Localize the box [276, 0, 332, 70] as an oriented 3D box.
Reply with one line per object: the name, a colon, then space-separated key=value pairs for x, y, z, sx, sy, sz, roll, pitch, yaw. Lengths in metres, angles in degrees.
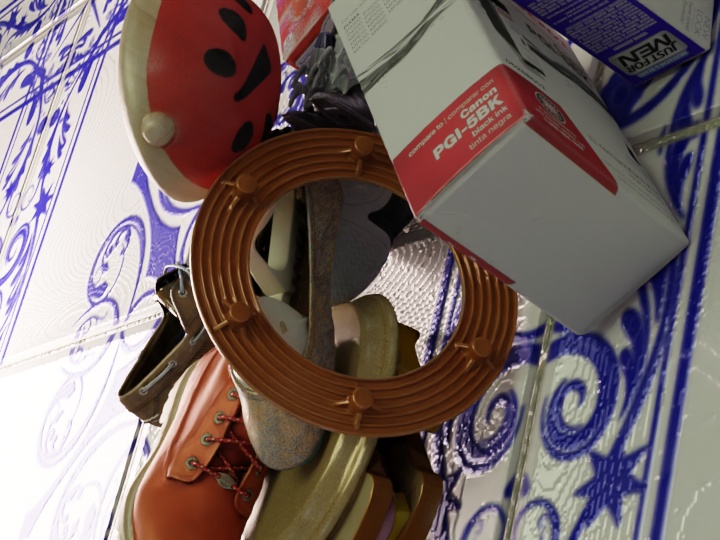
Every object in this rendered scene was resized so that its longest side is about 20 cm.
box: x=0.036 y=-0.220 z=1.142 sx=0.200 sy=0.099 sz=0.096 roll=-47 pitch=33 yaw=29

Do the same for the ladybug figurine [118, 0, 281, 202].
ladybug figurine: x=-0.094 y=-0.117 z=0.987 sx=0.071 sy=0.137 sz=0.200 roll=-11 pitch=25 yaw=12

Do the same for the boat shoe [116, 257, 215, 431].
boat shoe: x=-0.119 y=0.028 z=1.221 sx=0.072 sy=0.072 sz=0.202 roll=17 pitch=82 yaw=61

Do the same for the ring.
ring: x=0.000 y=0.000 z=0.922 sx=0.019 sy=0.198 sz=0.202 roll=122 pitch=160 yaw=-57

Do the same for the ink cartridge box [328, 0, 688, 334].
ink cartridge box: x=0.077 y=-0.083 z=0.888 sx=0.083 sy=0.146 sz=0.201 roll=-42 pitch=40 yaw=20

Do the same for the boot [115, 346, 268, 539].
boot: x=-0.087 y=0.115 z=0.978 sx=0.107 sy=0.075 sz=0.201 roll=-42 pitch=28 yaw=42

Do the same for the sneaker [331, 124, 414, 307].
sneaker: x=0.019 y=-0.065 z=1.064 sx=0.200 sy=0.075 sz=0.114 roll=-46 pitch=12 yaw=-1

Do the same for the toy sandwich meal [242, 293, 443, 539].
toy sandwich meal: x=-0.007 y=0.111 z=0.981 sx=0.206 sy=0.070 sz=0.206 roll=-55 pitch=20 yaw=32

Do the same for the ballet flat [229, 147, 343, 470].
ballet flat: x=-0.052 y=0.016 z=0.945 sx=0.068 sy=0.067 sz=0.202 roll=-15 pitch=58 yaw=27

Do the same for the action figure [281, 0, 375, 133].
action figure: x=0.005 y=-0.186 z=1.025 sx=0.130 sy=0.069 sz=0.202 roll=-4 pitch=69 yaw=54

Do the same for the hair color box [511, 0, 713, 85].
hair color box: x=0.112 y=-0.203 z=0.894 sx=0.065 sy=0.199 sz=0.110 roll=-22 pitch=48 yaw=47

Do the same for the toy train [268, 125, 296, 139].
toy train: x=-0.043 y=-0.077 z=1.119 sx=0.046 sy=0.034 sz=0.200 roll=-50 pitch=-5 yaw=13
